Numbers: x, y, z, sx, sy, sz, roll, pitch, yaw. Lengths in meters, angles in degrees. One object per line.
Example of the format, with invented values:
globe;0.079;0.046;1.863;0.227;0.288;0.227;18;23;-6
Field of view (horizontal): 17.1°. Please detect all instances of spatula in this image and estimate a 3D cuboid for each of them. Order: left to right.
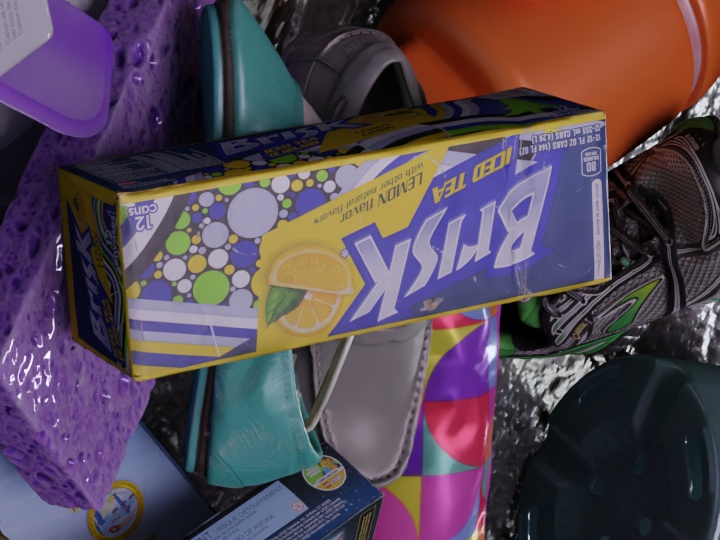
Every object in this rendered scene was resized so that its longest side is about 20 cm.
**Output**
spatula;-0.102;-0.138;0.910;0.056;0.021;0.201;28;59;-29

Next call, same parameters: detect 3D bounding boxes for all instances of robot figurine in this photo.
robot figurine;0.087;-0.099;1.067;0.200;0.116;0.144;-35;122;-26

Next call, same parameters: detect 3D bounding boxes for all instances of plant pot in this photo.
plant pot;0.197;0.133;1.198;0.195;0.200;0.201;16;94;-32

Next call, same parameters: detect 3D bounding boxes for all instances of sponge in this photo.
sponge;-0.094;-0.017;0.931;0.112;0.030;0.201;65;40;-52

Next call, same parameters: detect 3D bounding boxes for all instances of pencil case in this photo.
pencil case;0.025;0.076;1.098;0.088;0.088;0.201;-15;114;-35

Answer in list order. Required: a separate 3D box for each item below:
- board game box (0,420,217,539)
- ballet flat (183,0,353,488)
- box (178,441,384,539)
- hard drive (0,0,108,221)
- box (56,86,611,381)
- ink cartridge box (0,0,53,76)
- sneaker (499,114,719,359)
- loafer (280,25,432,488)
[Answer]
board game box;-0.173;0.118;0.967;0.200;0.056;0.196;-48;129;-17
ballet flat;-0.032;-0.010;0.943;0.070;0.067;0.201;1;108;-7
box;-0.064;0.178;1.022;0.136;0.038;0.201;-33;151;-35
hard drive;-0.179;-0.095;0.905;0.199;0.038;0.140;8;99;-41
box;-0.007;-0.017;0.882;0.199;0.064;0.070;-11;108;-25
ink cartridge box;-0.201;-0.095;0.760;0.200;0.083;0.146;-44;140;-40
sneaker;0.114;-0.003;1.084;0.085;0.200;0.078;-15;72;-31
loafer;0.000;0.000;0.991;0.070;0.070;0.201;-14;109;-27
